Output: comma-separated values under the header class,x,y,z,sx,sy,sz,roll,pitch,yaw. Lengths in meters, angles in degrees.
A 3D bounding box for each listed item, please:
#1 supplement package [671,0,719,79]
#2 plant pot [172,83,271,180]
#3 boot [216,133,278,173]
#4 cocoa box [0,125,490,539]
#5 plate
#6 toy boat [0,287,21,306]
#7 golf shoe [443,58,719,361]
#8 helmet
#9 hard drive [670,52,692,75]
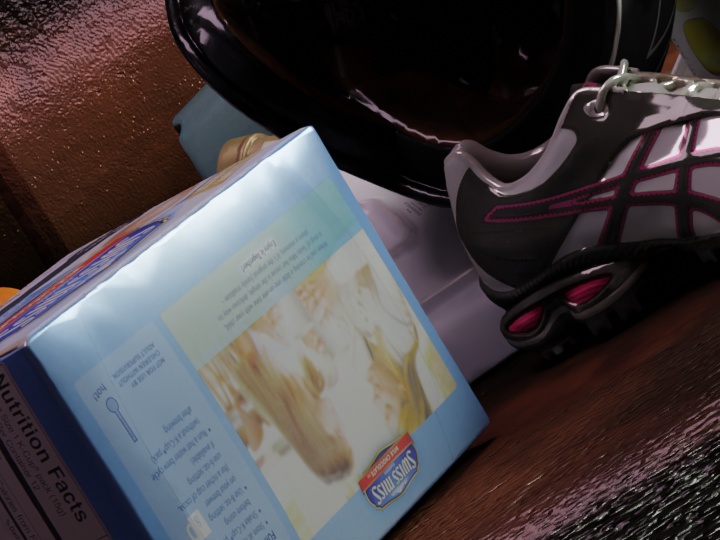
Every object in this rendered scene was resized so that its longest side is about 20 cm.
class,x,y,z,sx,sy,sz,roll,pitch,yaw
supplement package,0.197,-0.126,1.190,0.109,0.114,0.200,-32,4,-3
plant pot,-0.001,-0.101,1.785,0.196,0.200,0.200,-40,5,6
boot,0.050,-0.035,1.427,0.199,0.067,0.175,-8,-19,33
cocoa box,-0.071,0.061,0.957,0.131,0.134,0.200,-28,8,34
plate,0.000,0.000,1.210,0.199,0.032,0.200,-33,30,-8
toy boat,-0.158,0.069,1.394,0.199,0.131,0.131,-31,5,14
golf shoe,0.121,-0.044,1.049,0.199,0.088,0.077,-29,5,23
helmet,0.034,-0.127,1.154,0.200,0.190,0.201,-43,36,42
hard drive,0.214,-0.169,1.391,0.132,0.026,0.201,-39,-24,-47
